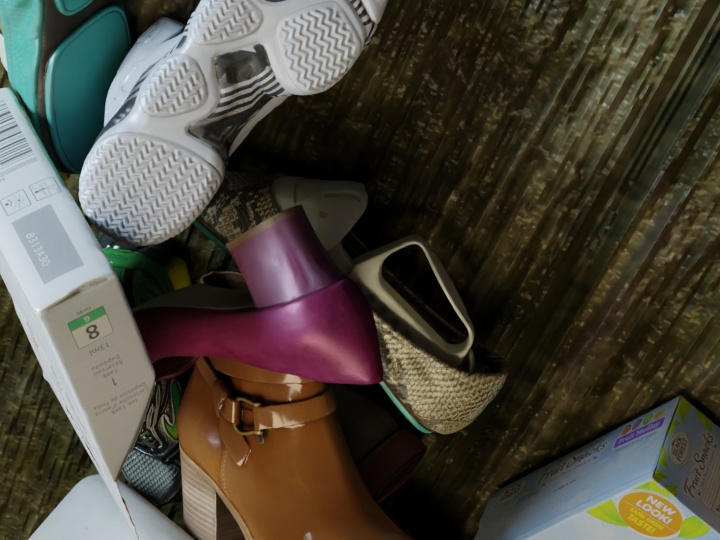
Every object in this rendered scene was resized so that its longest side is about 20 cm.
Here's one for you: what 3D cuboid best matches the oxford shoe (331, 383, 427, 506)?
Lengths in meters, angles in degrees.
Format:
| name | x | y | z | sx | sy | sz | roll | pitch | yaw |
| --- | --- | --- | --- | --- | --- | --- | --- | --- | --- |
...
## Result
| name | x | y | z | sx | sy | sz | roll | pitch | yaw |
| --- | --- | --- | --- | --- | --- | --- | --- | --- | --- |
| oxford shoe | -0.029 | 0.126 | 1.509 | 0.075 | 0.070 | 0.200 | 48 | 139 | 8 |

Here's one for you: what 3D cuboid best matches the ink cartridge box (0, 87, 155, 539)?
| name | x | y | z | sx | sy | sz | roll | pitch | yaw |
| --- | --- | --- | --- | --- | --- | --- | --- | --- | --- |
| ink cartridge box | -0.144 | 0.029 | 1.310 | 0.050 | 0.161 | 0.200 | -27 | 136 | -8 |

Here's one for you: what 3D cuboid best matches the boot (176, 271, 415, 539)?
| name | x | y | z | sx | sy | sz | roll | pitch | yaw |
| --- | --- | --- | --- | --- | --- | --- | --- | --- | --- |
| boot | -0.028 | 0.094 | 1.388 | 0.200 | 0.074 | 0.155 | 20 | 115 | 37 |

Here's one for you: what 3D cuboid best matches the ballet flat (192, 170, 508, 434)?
| name | x | y | z | sx | sy | sz | roll | pitch | yaw |
| --- | --- | --- | --- | --- | --- | --- | --- | --- | --- |
| ballet flat | 0.000 | 0.000 | 1.343 | 0.200 | 0.068 | 0.075 | 43 | 118 | -9 |

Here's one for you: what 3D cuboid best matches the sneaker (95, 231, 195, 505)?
| name | x | y | z | sx | sy | sz | roll | pitch | yaw |
| --- | --- | --- | --- | --- | --- | --- | --- | --- | --- |
| sneaker | -0.134 | 0.069 | 1.470 | 0.078 | 0.085 | 0.200 | 9 | 139 | 18 |

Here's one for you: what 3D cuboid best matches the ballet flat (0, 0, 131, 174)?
| name | x | y | z | sx | sy | sz | roll | pitch | yaw |
| --- | --- | --- | --- | --- | --- | --- | --- | --- | --- |
| ballet flat | -0.156 | -0.137 | 1.283 | 0.070 | 0.067 | 0.200 | 35 | 146 | 28 |

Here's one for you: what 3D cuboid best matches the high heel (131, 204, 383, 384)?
| name | x | y | z | sx | sy | sz | roll | pitch | yaw |
| --- | --- | --- | --- | --- | --- | --- | --- | --- | --- |
| high heel | -0.068 | 0.047 | 1.308 | 0.200 | 0.067 | 0.096 | -34 | 82 | 51 |

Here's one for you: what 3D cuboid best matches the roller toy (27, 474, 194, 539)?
| name | x | y | z | sx | sy | sz | roll | pitch | yaw |
| --- | --- | --- | --- | --- | --- | --- | --- | --- | --- |
| roller toy | -0.130 | 0.223 | 1.497 | 0.182 | 0.140 | 0.200 | 38 | 170 | 16 |

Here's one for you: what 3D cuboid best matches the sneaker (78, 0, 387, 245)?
| name | x | y | z | sx | sy | sz | roll | pitch | yaw |
| --- | --- | --- | --- | --- | --- | --- | --- | --- | --- |
| sneaker | -0.062 | -0.108 | 1.251 | 0.075 | 0.115 | 0.200 | 39 | 104 | -17 |

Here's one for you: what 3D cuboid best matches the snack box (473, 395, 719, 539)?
| name | x | y | z | sx | sy | sz | roll | pitch | yaw |
| --- | --- | --- | --- | --- | --- | --- | --- | --- | --- |
| snack box | 0.186 | 0.177 | 1.438 | 0.200 | 0.068 | 0.169 | 39 | 139 | -18 |
